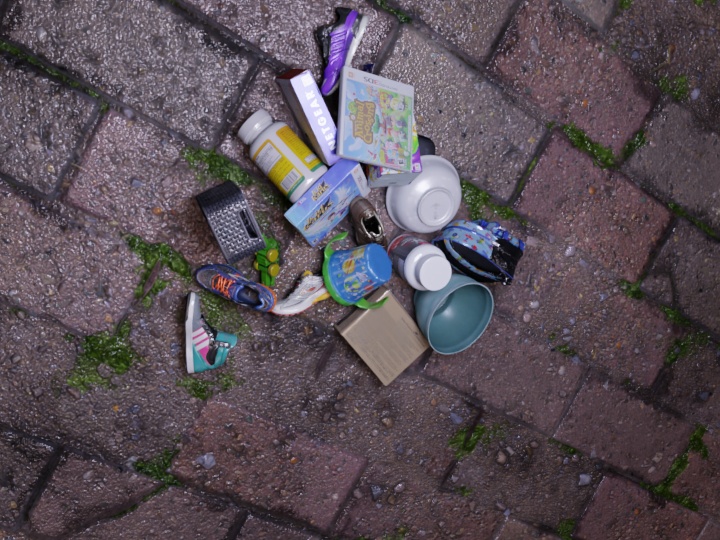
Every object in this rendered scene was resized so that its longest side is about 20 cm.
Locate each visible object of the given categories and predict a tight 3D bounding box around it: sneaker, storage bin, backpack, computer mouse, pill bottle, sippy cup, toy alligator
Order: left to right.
[{"bbox_3d":[-0.350,0.146,1.709,0.119,0.084,0.203,-1,113,-12],"label":"sneaker"},{"bbox_3d":[-0.287,-0.108,1.599,0.093,0.200,0.137,-26,111,-9],"label":"storage bin"},{"bbox_3d":[-0.290,0.039,1.685,0.198,0.078,0.076,20,95,3],"label":"sneaker"},{"bbox_3d":[-0.215,-0.007,1.733,0.054,0.059,0.202,-36,136,-42],"label":"toy alligator"},{"bbox_3d":[-0.176,-0.256,1.622,0.113,0.113,0.200,-44,90,-2],"label":"pill bottle"},{"bbox_3d":[-0.138,0.045,1.764,0.198,0.078,0.083,-29,108,-19],"label":"sneaker"},{"bbox_3d":[-0.064,-0.499,1.645,0.099,0.070,0.202,23,92,-15],"label":"sneaker"},{"bbox_3d":[0.000,0.000,1.730,0.177,0.129,0.141,29,50,-41],"label":"sippy cup"},{"bbox_3d":[0.027,-0.084,1.746,0.070,0.076,0.201,-34,135,-6],"label":"sneaker"},{"bbox_3d":[0.089,-0.269,1.762,0.197,0.046,0.142,11,99,-20],"label":"computer mouse"},{"bbox_3d":[0.143,-0.016,1.764,0.109,0.200,0.112,-5,105,-17],"label":"pill bottle"},{"bbox_3d":[0.282,-0.058,1.812,0.199,0.182,0.136,31,76,-18],"label":"backpack"}]

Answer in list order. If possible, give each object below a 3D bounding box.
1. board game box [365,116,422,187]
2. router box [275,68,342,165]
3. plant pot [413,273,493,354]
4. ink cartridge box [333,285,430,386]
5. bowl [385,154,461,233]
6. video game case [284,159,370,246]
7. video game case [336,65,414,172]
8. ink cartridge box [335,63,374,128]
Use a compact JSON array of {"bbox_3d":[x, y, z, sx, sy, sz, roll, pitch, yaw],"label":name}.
[{"bbox_3d":[0.066,-0.305,1.673,0.103,0.103,0.203,-6,81,-16],"label":"board game box"},{"bbox_3d":[-0.109,-0.340,1.607,0.048,0.179,0.202,-28,112,-8],"label":"router box"},{"bbox_3d":[0.215,0.089,1.837,0.198,0.134,0.203,-17,126,-25],"label":"plant pot"},{"bbox_3d":[0.057,0.163,1.852,0.164,0.075,0.201,-41,112,-5],"label":"ink cartridge box"},{"bbox_3d":[0.167,-0.170,1.769,0.198,0.091,0.204,-9,119,-15],"label":"bowl"},{"bbox_3d":[-0.070,-0.157,1.675,0.200,0.181,0.045,-45,74,-2],"label":"video game case"},{"bbox_3d":[0.035,-0.326,1.582,0.180,0.022,0.203,9,77,-27],"label":"video game case"},{"bbox_3d":[-0.019,-0.378,1.671,0.037,0.095,0.202,16,99,-16],"label":"ink cartridge box"}]
